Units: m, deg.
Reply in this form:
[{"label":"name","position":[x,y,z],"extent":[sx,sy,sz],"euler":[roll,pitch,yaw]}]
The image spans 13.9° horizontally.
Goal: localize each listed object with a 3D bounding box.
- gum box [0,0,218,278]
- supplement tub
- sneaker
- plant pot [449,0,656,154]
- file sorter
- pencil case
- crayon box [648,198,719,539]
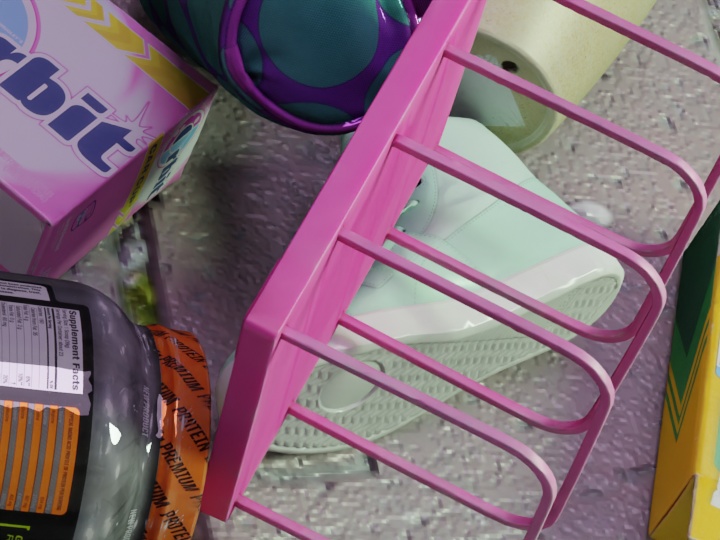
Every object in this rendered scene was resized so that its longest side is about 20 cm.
[{"label":"gum box","position":[-0.175,-0.090,1.224],"extent":[0.200,0.066,0.113],"euler":[39,49,8]},{"label":"supplement tub","position":[-0.162,0.057,1.073],"extent":[0.200,0.123,0.123],"euler":[9,50,-19]},{"label":"sneaker","position":[0.000,0.000,1.232],"extent":[0.200,0.074,0.118],"euler":[-20,58,-34]},{"label":"plant pot","position":[0.068,-0.156,1.329],"extent":[0.187,0.187,0.200],"euler":[22,56,-7]},{"label":"file sorter","position":[0.045,0.007,1.093],"extent":[0.125,0.139,0.200],"euler":[26,57,5]},{"label":"pencil case","position":[-0.034,-0.116,1.231],"extent":[0.092,0.085,0.200],"euler":[-19,19,-9]},{"label":"crayon box","position":[0.196,0.070,1.275],"extent":[0.126,0.052,0.200],"euler":[21,47,-8]}]
